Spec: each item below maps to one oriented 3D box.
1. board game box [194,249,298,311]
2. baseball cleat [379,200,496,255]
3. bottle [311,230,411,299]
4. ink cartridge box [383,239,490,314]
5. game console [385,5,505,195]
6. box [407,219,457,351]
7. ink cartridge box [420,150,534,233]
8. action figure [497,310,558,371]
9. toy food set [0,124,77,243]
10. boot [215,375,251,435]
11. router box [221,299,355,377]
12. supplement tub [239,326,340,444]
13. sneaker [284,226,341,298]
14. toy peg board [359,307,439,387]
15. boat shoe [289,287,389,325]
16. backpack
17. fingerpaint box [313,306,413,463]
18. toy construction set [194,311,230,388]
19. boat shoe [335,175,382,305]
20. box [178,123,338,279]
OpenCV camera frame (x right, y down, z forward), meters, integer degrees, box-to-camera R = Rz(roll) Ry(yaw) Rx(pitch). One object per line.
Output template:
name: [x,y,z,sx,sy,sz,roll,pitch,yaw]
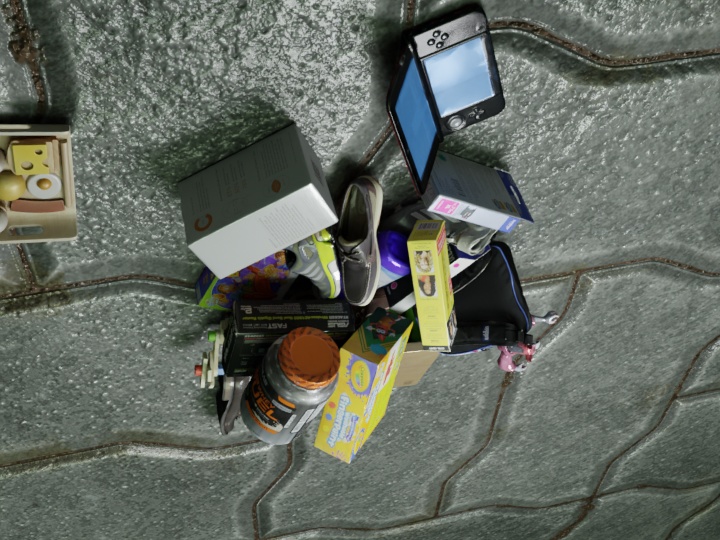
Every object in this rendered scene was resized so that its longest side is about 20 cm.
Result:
board game box: [-0.167,-0.011,1.477,0.133,0.045,0.201,11,134,-31]
baseball cleat: [0.133,-0.068,1.474,0.197,0.108,0.070,-17,147,2]
bottle: [0.000,0.000,1.505,0.083,0.066,0.199,24,144,-37]
ink cartridge box: [0.120,-0.019,1.536,0.199,0.096,0.037,-35,138,21]
game console: [0.123,-0.230,1.265,0.170,0.120,0.201,-21,142,5]
box: [0.116,0.025,1.456,0.049,0.075,0.203,-1,117,18]
ink cartridge box: [0.170,-0.123,1.411,0.198,0.120,0.042,11,132,-31]
action figure: [0.262,0.107,1.674,0.147,0.200,0.136,19,100,-20]
toy food set: [-0.458,-0.114,1.228,0.141,0.061,0.201,-3,140,-17]
boot: [-0.187,0.243,1.756,0.171,0.070,0.201,-3,137,-17]
router box: [-0.122,0.111,1.502,0.197,0.063,0.150,0,148,-18]
supplement tub: [-0.109,0.180,1.437,0.121,0.124,0.201,3,145,-24]
sneaker: [-0.075,-0.017,1.417,0.080,0.075,0.201,-9,148,0]
toy peg board: [0.028,0.147,1.724,0.197,0.099,0.200,-4,155,-14]
boat shoe: [-0.025,0.069,1.610,0.197,0.071,0.071,-9,141,-12]
backpack: [0.188,0.052,1.584,0.188,0.203,0.154,-19,176,16]
fingerpaint box: [0.005,0.187,1.524,0.073,0.167,0.202,23,119,14]
toy construction set: [-0.200,0.137,1.615,0.198,0.093,0.132,-10,143,-27]
boat shoe: [-0.008,-0.044,1.403,0.065,0.071,0.203,-12,111,-59]
box: [-0.149,-0.098,1.315,0.198,0.126,0.098,-25,142,10]
